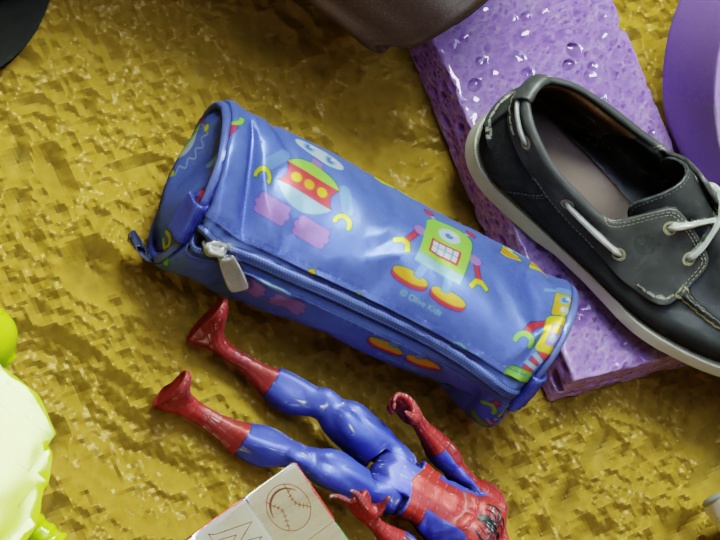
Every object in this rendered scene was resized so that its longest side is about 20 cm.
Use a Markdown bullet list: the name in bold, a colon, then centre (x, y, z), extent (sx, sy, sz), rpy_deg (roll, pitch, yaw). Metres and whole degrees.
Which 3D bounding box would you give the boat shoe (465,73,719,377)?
- **boat shoe**: centre (0.142, -0.017, 1.244), extent (0.200, 0.068, 0.072), rpy_deg (38, 55, -5)

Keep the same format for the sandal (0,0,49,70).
- **sandal**: centre (-0.152, -0.168, 1.212), extent (0.075, 0.045, 0.200), rpy_deg (37, 57, -10)

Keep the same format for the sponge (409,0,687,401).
- **sponge**: centre (0.105, -0.043, 1.298), extent (0.111, 0.030, 0.201), rpy_deg (-13, 75, -30)

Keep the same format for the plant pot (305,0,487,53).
- **plant pot**: centre (-0.014, -0.216, 1.215), extent (0.198, 0.200, 0.201), rpy_deg (42, 55, -24)

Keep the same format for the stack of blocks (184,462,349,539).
- **stack of blocks**: centre (-0.102, 0.165, 1.048), extent (0.200, 0.115, 0.059), rpy_deg (-33, 85, -33)

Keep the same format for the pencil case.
- **pencil case**: centre (0.000, 0.000, 1.194), extent (0.199, 0.078, 0.087), rpy_deg (27, 35, -14)

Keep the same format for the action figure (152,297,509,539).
- **action figure**: centre (0.007, 0.089, 1.180), extent (0.200, 0.052, 0.066), rpy_deg (33, 54, -13)

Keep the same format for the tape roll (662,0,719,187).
- **tape roll**: centre (0.253, -0.094, 1.317), extent (0.199, 0.066, 0.201), rpy_deg (-3, 101, -18)

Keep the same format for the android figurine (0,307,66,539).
- **android figurine**: centre (-0.209, 0.066, 1.082), extent (0.200, 0.041, 0.182), rpy_deg (40, 56, -5)

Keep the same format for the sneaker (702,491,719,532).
- **sneaker**: centre (0.234, 0.068, 1.287), extent (0.088, 0.074, 0.200), rpy_deg (43, 56, -6)
